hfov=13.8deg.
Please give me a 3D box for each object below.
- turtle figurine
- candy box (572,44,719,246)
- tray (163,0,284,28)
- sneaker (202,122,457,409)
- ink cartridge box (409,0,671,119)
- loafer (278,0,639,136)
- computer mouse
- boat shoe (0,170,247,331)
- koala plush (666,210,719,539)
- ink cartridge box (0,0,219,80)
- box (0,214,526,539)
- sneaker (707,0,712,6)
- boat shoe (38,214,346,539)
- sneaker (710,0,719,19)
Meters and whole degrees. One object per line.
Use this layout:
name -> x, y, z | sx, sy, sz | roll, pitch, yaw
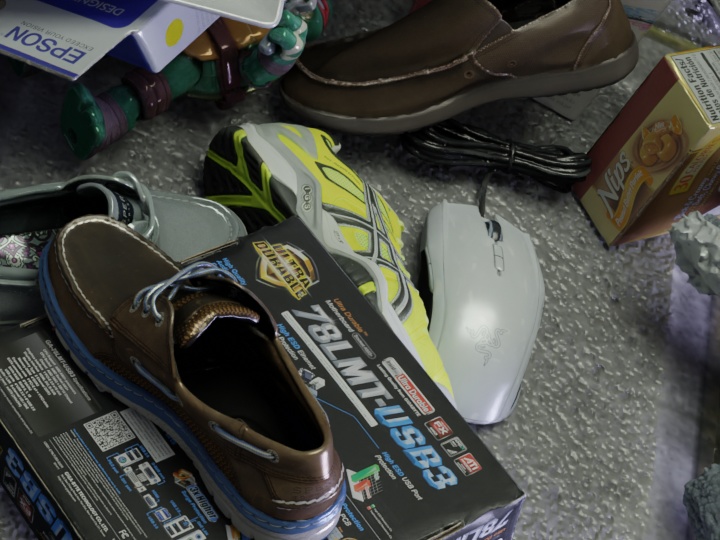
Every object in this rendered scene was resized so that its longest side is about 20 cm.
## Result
turtle figurine -> -0.078, -0.130, 1.552 | 0.200, 0.101, 0.150 | -25, 42, -25
candy box -> 0.228, -0.082, 1.684 | 0.200, 0.115, 0.055 | -13, 63, -37
tray -> -0.130, -0.181, 1.429 | 0.200, 0.022, 0.107 | 14, 62, -11
sneaker -> 0.000, 0.000, 1.517 | 0.076, 0.075, 0.200 | -17, 67, -38
ink cartridge box -> 0.123, -0.188, 1.647 | 0.116, 0.200, 0.068 | 28, 46, -9
loafer -> 0.051, -0.128, 1.608 | 0.200, 0.071, 0.073 | -13, 32, -11
computer mouse -> 0.069, -0.006, 1.582 | 0.110, 0.044, 0.200 | 20, 48, -17
boat shoe -> -0.132, -0.011, 1.449 | 0.201, 0.072, 0.070 | -10, 61, -35
koala plush -> 0.259, 0.047, 1.581 | 0.177, 0.184, 0.200 | 5, 42, -28
ink cartridge box -> -0.153, -0.164, 1.507 | 0.198, 0.047, 0.200 | 22, 51, 30
box -> -0.059, 0.084, 1.389 | 0.198, 0.050, 0.200 | -23, 59, -29
sneaker -> 0.261, -0.222, 1.844 | 0.115, 0.076, 0.200 | 31, 47, -1
boat shoe -> -0.072, 0.034, 1.350 | 0.072, 0.072, 0.200 | -30, 62, -32
sneaker -> 0.252, -0.121, 1.587 | 0.075, 0.088, 0.200 | -9, 62, -37
